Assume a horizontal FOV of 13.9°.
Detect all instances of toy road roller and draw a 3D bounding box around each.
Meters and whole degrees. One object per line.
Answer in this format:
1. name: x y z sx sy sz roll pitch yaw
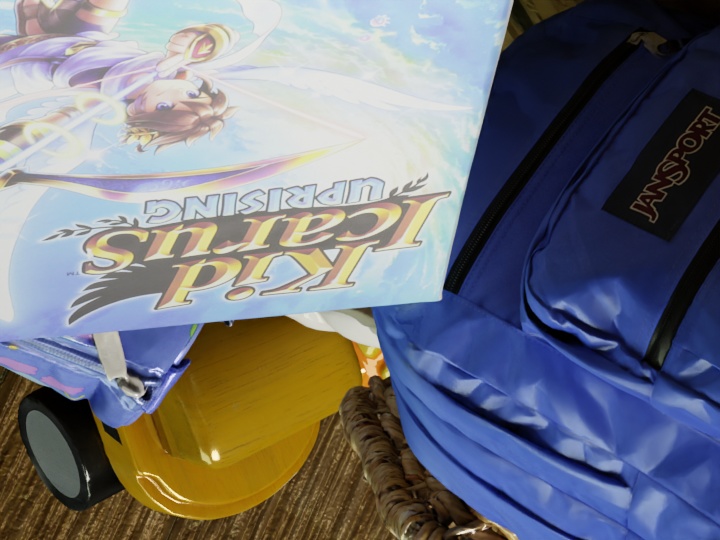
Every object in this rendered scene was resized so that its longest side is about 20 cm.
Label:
1. toy road roller: -0.079 0.008 1.260 0.146 0.123 0.200 7 118 58

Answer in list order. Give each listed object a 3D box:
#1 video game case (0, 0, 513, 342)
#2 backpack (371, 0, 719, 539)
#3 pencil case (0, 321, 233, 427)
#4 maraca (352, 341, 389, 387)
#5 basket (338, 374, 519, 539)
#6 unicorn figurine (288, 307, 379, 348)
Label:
1. video game case: -0.067 -0.047 0.708 0.200 0.045 0.181 -6 149 -11
2. backpack: 0.107 0.009 0.839 0.200 0.163 0.168 30 157 26
3. pencil case: -0.146 -0.007 1.061 0.200 0.078 0.087 25 -157 -23
4. maraca: 0.027 0.018 1.327 0.200 0.107 0.137 32 147 45
5. basket: 0.089 0.095 1.017 0.200 0.149 0.143 -127 14 -76
6. unicorn figurine: 0.000 0.000 1.174 0.137 0.074 0.200 20 -166 -32
